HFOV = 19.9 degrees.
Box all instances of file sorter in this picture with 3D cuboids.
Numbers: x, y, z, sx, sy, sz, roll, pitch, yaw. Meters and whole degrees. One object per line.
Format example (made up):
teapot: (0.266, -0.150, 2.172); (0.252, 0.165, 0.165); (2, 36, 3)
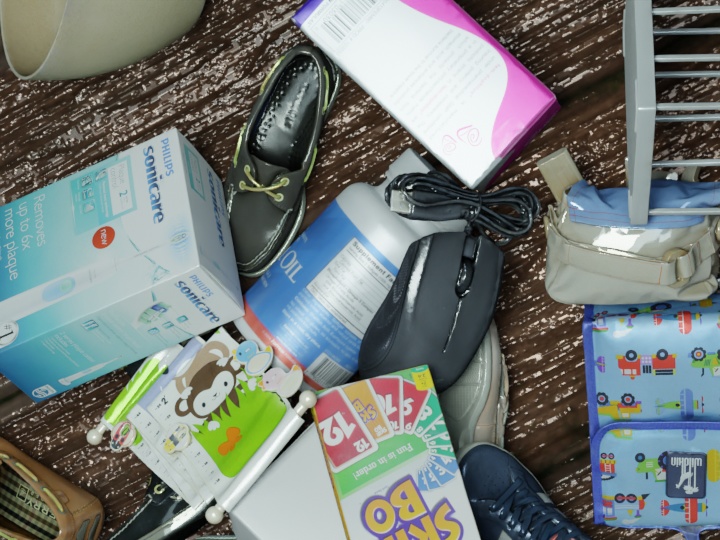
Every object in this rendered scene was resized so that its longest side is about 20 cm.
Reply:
file sorter: (0.266, -0.155, 1.560); (0.124, 0.139, 0.200); (0, 54, 5)

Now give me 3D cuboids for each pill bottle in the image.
pill bottle: (0.000, 0.000, 1.660); (0.112, 0.112, 0.200); (44, 96, 6)

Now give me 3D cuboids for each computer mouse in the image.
computer mouse: (0.061, 0.025, 1.599); (0.138, 0.053, 0.200); (7, 114, -29)

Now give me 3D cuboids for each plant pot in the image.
plant pot: (-0.200, -0.248, 1.665); (0.134, 0.200, 0.200); (4, 92, -27)

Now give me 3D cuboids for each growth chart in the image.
growth chart: (-0.124, 0.112, 1.611); (0.200, 0.018, 0.145); (28, 83, 47)

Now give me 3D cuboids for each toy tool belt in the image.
toy tool belt: (0.241, -0.039, 1.618); (0.200, 0.125, 0.123); (-2, 99, 8)

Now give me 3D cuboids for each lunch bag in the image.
lunch bag: (0.258, 0.123, 1.645); (0.150, 0.094, 0.200); (-3, 103, 8)

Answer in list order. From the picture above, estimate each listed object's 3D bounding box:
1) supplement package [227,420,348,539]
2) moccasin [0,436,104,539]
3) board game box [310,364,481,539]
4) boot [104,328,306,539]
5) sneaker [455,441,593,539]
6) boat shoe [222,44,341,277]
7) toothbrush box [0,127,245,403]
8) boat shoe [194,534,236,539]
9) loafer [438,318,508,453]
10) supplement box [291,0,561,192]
supplement package: (0.009, 0.227, 1.594); (0.200, 0.121, 0.120); (42, 74, 18)
moccasin: (-0.311, 0.184, 1.713); (0.201, 0.078, 0.074); (28, 100, 27)
board game box: (0.031, 0.174, 1.539); (0.095, 0.030, 0.200); (-13, 67, -7)
boot: (-0.163, 0.138, 1.712); (0.204, 0.073, 0.154); (-38, 79, 10)
sneaker: (0.150, 0.215, 1.624); (0.075, 0.085, 0.200); (-46, 107, -20)
boat shoe: (-0.073, -0.092, 1.695); (0.072, 0.061, 0.201); (19, 94, 8)
toothbrush box: (-0.207, -0.003, 1.666); (0.200, 0.085, 0.147); (-22, 53, 13)
boat shoe: (-0.047, 0.228, 1.701); (0.200, 0.073, 0.062); (0, 66, 10)
loafer: (0.089, 0.128, 1.682); (0.072, 0.063, 0.200); (4, 88, 42)
supplement box: (0.056, -0.166, 1.653); (0.200, 0.103, 0.101); (44, 96, 7)
